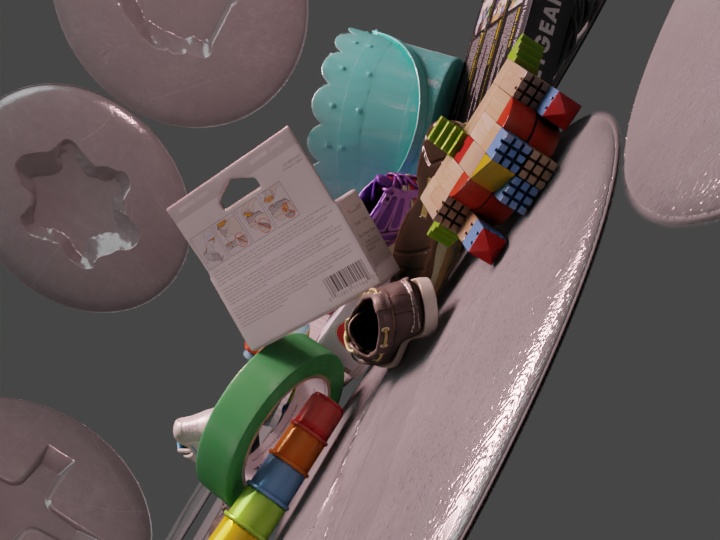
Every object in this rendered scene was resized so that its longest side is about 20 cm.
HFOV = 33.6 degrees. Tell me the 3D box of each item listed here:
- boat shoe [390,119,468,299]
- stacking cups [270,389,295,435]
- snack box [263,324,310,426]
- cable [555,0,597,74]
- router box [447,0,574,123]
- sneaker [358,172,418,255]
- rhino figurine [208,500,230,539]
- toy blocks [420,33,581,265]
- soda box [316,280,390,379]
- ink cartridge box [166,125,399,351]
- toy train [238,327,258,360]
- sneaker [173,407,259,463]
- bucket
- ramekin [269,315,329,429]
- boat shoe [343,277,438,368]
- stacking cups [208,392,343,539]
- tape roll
[{"bbox_3d":[0.087,-0.043,1.163,0.072,0.075,0.202,42,121,52],"label":"boat shoe"},{"bbox_3d":[-0.084,0.192,1.470,0.061,0.060,0.201,-53,6,49],"label":"stacking cups"},{"bbox_3d":[-0.103,0.125,1.457,0.117,0.037,0.200,-64,-2,-12],"label":"snack box"},{"bbox_3d":[0.220,-0.259,1.356,0.164,0.051,0.200,-51,6,-9],"label":"cable"},{"bbox_3d":[0.157,-0.220,1.263,0.149,0.051,0.202,-19,52,68],"label":"router box"},{"bbox_3d":[0.053,-0.072,1.225,0.199,0.084,0.081,-29,27,-15],"label":"sneaker"},{"bbox_3d":[-0.156,0.328,1.344,0.087,0.059,0.201,-47,13,46],"label":"rhino figurine"},{"bbox_3d":[0.122,-0.096,1.033,0.201,0.099,0.137,-58,15,12],"label":"toy blocks"},{"bbox_3d":[0.019,0.037,1.338,0.200,0.068,0.064,-54,5,46],"label":"soda box"},{"bbox_3d":[-0.081,-0.032,1.205,0.199,0.177,0.045,-28,5,38],"label":"ink cartridge box"},{"bbox_3d":[-0.084,0.083,1.797,0.201,0.149,0.056,-52,21,18],"label":"toy train"},{"bbox_3d":[-0.171,0.204,1.419,0.200,0.086,0.076,71,-167,-63],"label":"sneaker"},{"bbox_3d":[0.034,-0.163,1.350,0.207,0.133,0.210,11,-90,-75],"label":"bucket"},{"bbox_3d":[-0.085,0.137,1.695,0.204,0.094,0.202,-58,3,5],"label":"ramekin"},{"bbox_3d":[0.016,0.054,1.143,0.200,0.059,0.073,138,123,-69],"label":"boat shoe"},{"bbox_3d":[-0.084,0.224,1.262,0.201,0.060,0.061,-53,3,-14],"label":"stacking cups"},{"bbox_3d":[-0.097,0.167,1.316,0.200,0.048,0.202,-43,-28,-30],"label":"tape roll"}]
